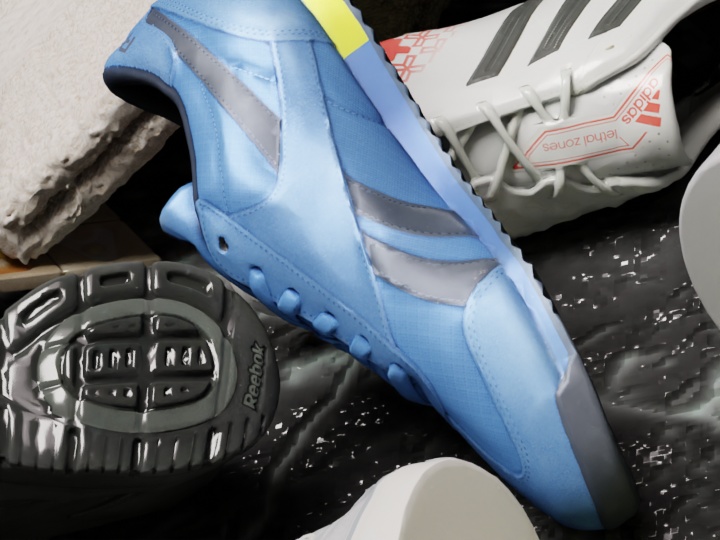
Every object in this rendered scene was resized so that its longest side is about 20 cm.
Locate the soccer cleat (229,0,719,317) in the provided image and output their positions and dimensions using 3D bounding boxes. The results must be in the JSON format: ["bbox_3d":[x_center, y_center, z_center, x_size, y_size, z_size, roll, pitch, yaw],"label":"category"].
[{"bbox_3d":[0.051,-0.043,0.873,0.199,0.069,0.085,-28,30,-18],"label":"soccer cleat"}]

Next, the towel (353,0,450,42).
[{"bbox_3d":[-0.023,-0.140,1.017,0.148,0.037,0.201,4,63,24],"label":"towel"}]

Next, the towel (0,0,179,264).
[{"bbox_3d":[-0.054,-0.105,0.919,0.200,0.034,0.133,-42,35,22],"label":"towel"}]

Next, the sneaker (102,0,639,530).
[{"bbox_3d":[0.000,0.000,0.801,0.078,0.066,0.200,-32,65,-5],"label":"sneaker"}]

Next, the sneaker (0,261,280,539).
[{"bbox_3d":[-0.124,0.047,0.792,0.199,0.091,0.076,2,63,-13],"label":"sneaker"}]

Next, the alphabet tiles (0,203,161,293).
[{"bbox_3d":[-0.187,-0.023,0.951,0.199,0.008,0.167,-7,27,-27],"label":"alphabet tiles"}]

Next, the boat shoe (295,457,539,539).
[{"bbox_3d":[-0.017,0.128,0.682,0.068,0.072,0.201,-27,35,42],"label":"boat shoe"}]

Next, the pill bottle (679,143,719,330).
[{"bbox_3d":[0.178,-0.052,0.773,0.115,0.116,0.200,15,48,41],"label":"pill bottle"}]
